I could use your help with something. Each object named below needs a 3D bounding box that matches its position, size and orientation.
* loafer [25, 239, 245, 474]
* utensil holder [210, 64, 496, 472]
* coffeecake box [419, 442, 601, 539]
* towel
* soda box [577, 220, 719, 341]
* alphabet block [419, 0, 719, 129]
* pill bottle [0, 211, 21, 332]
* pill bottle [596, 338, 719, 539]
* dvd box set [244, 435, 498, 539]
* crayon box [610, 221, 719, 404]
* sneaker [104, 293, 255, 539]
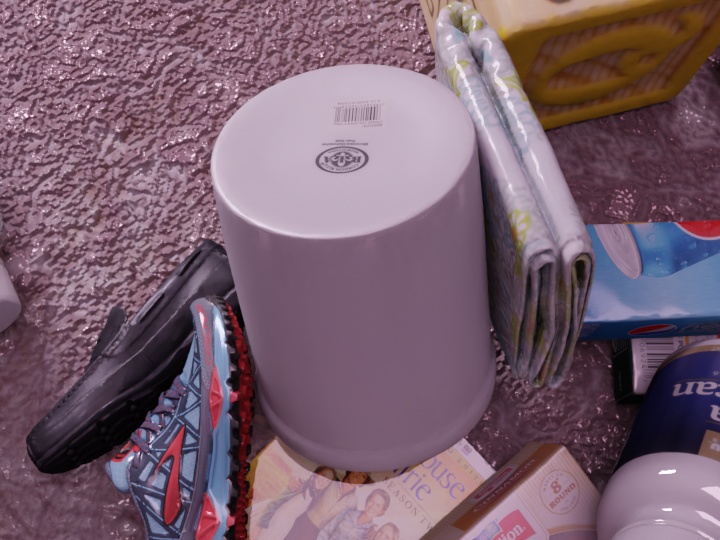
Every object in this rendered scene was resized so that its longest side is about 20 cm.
[{"bbox_3d":[-0.156,0.059,0.738,0.070,0.068,0.200,41,71,16],"label":"loafer"},{"bbox_3d":[0.000,0.000,0.663,0.167,0.202,0.172,-5,45,5],"label":"utensil holder"},{"bbox_3d":[0.126,0.241,0.685,0.153,0.073,0.201,-37,90,-12],"label":"coffeecake box"},{"bbox_3d":[0.095,-0.044,0.678,0.047,0.172,0.202,-15,58,-5],"label":"towel"},{"bbox_3d":[0.230,0.006,0.724,0.196,0.064,0.069,-2,75,-5],"label":"soda box"},{"bbox_3d":[0.148,-0.235,0.770,0.192,0.197,0.203,-13,76,-6],"label":"alphabet block"},{"bbox_3d":[-0.314,-0.046,0.728,0.113,0.115,0.202,-25,78,-10],"label":"pill bottle"},{"bbox_3d":[0.207,0.137,0.637,0.110,0.112,0.200,37,40,6],"label":"pill bottle"},{"bbox_3d":[-0.012,0.172,0.733,0.200,0.029,0.146,-43,81,-13],"label":"dvd box set"},{"bbox_3d":[0.286,0.033,0.780,0.196,0.052,0.128,0,75,-3],"label":"crayon box"},{"bbox_3d":[-0.119,0.115,0.676,0.094,0.079,0.204,2,82,0],"label":"sneaker"}]
